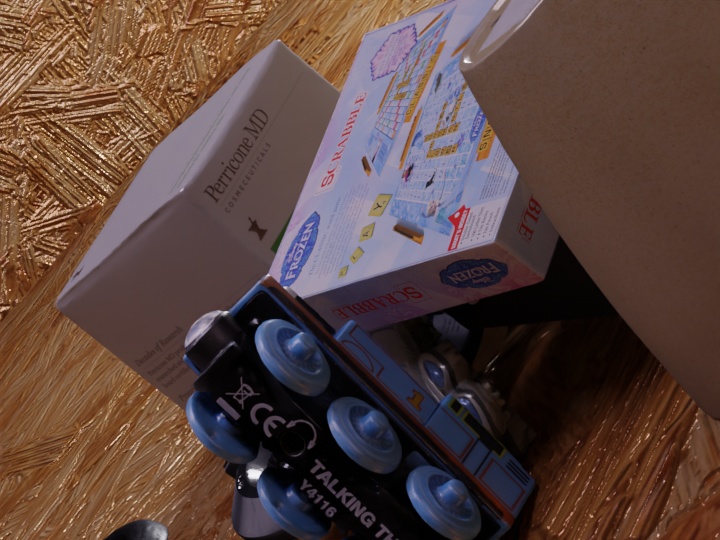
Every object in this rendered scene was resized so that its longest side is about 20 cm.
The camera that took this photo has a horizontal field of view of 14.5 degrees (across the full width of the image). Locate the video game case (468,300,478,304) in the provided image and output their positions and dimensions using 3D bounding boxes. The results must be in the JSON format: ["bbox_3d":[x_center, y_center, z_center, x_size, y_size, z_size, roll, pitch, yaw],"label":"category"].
[{"bbox_3d":[0.097,-0.086,1.532,0.200,0.018,0.143,-50,26,5],"label":"video game case"}]

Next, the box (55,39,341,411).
[{"bbox_3d":[-0.088,-0.025,2.171,0.200,0.171,0.199,-39,16,45],"label":"box"}]

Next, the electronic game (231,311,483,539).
[{"bbox_3d":[-0.003,0.086,1.689,0.200,0.042,0.200,-41,16,14],"label":"electronic game"}]

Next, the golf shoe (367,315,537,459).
[{"bbox_3d":[0.006,0.060,1.576,0.097,0.078,0.200,-45,44,3],"label":"golf shoe"}]

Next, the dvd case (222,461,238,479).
[{"bbox_3d":[-0.012,0.039,1.886,0.200,0.025,0.150,-50,-8,-44],"label":"dvd case"}]

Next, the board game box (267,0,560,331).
[{"bbox_3d":[0.047,-0.065,1.519,0.199,0.041,0.200,-16,44,49],"label":"board game box"}]

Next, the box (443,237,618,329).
[{"bbox_3d":[0.120,-0.049,1.555,0.200,0.079,0.141,-7,49,56],"label":"box"}]

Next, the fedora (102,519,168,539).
[{"bbox_3d":[-0.163,0.256,1.771,0.201,0.092,0.201,-48,12,13],"label":"fedora"}]

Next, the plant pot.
[{"bbox_3d":[0.149,-0.064,1.317,0.187,0.200,0.187,-48,12,14],"label":"plant pot"}]

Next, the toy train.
[{"bbox_3d":[-0.005,0.087,1.451,0.087,0.200,0.114,-45,2,26],"label":"toy train"}]

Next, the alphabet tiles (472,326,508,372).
[{"bbox_3d":[0.023,0.065,1.764,0.196,0.015,0.200,-53,17,-11],"label":"alphabet tiles"}]
